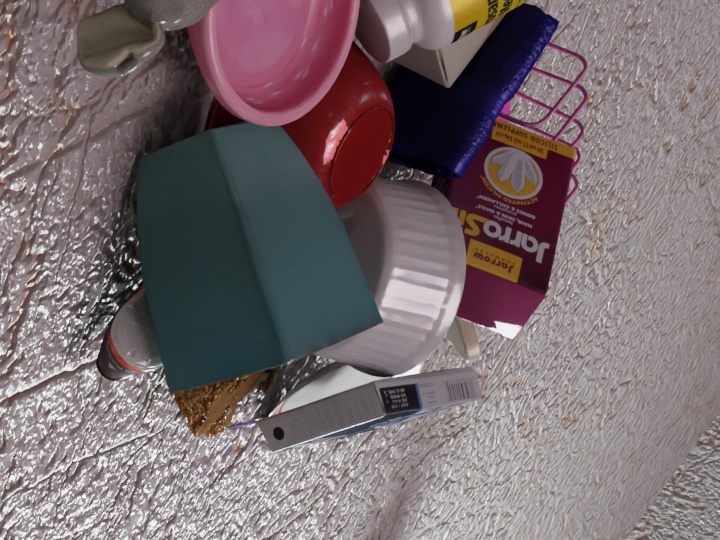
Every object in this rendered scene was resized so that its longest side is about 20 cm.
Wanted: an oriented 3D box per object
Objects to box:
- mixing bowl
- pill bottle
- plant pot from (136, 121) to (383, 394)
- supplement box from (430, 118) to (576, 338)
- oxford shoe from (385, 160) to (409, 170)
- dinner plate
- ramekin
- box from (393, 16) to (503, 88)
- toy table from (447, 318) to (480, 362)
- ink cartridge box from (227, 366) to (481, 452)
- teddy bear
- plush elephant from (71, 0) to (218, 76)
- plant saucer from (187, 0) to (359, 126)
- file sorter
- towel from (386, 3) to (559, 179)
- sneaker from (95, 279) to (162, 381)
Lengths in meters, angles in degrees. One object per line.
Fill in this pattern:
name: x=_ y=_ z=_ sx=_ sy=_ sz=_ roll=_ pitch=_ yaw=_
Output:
mixing bowl: x=-0.040 y=-0.128 z=1.437 sx=0.200 sy=0.108 sz=0.201 roll=-42 pitch=149 yaw=-33
pill bottle: x=0.086 y=-0.273 z=1.432 sx=0.200 sy=0.113 sz=0.113 roll=-31 pitch=147 yaw=-14
plant pot: x=-0.100 y=-0.020 z=1.328 sx=0.141 sy=0.141 sz=0.201 roll=-21 pitch=94 yaw=-54
supplement box: x=0.136 y=-0.051 z=1.641 sx=0.103 sy=0.130 sz=0.201 roll=121 pitch=-13 yaw=-55
oxford shoe: x=0.089 y=-0.184 z=1.661 sx=0.200 sy=0.075 sz=0.058 roll=-59 pitch=151 yaw=-15
dinner plate: x=-0.022 y=0.135 z=1.764 sx=0.199 sy=0.024 sz=0.200 roll=-23 pitch=156 yaw=-11
ramekin: x=0.000 y=0.000 z=1.540 sx=0.097 sy=0.200 sz=0.201 roll=13 pitch=106 yaw=-41
box: x=0.102 y=-0.291 z=1.551 sx=0.200 sy=0.095 sz=0.078 roll=-52 pitch=154 yaw=-15
toy table: x=0.091 y=0.004 z=1.754 sx=0.199 sy=0.184 sz=0.117 roll=-8 pitch=129 yaw=-9
ink cartridge box: x=-0.006 y=0.149 z=1.629 sx=0.198 sy=0.199 sz=0.044 roll=-3 pitch=77 yaw=-56
teddy bear: x=-0.131 y=0.094 z=1.566 sx=0.200 sy=0.067 sz=0.145 roll=-43 pitch=160 yaw=-46
plush elephant: x=-0.156 y=-0.224 z=1.057 sx=0.165 sy=0.155 sz=0.200 roll=-50 pitch=153 yaw=-21
plant saucer: x=-0.077 y=-0.222 z=1.296 sx=0.200 sy=0.051 sz=0.201 roll=-27 pitch=125 yaw=-47
file sorter: x=0.180 y=-0.154 z=1.790 sx=0.139 sy=0.125 sz=0.200 roll=-49 pitch=153 yaw=-31
towel: x=0.100 y=-0.188 z=1.588 sx=0.200 sy=0.147 sz=0.050 roll=-57 pitch=139 yaw=-11
sneaker: x=-0.178 y=0.025 z=1.408 sx=0.082 sy=0.077 sz=0.200 roll=-34 pitch=-170 yaw=44
